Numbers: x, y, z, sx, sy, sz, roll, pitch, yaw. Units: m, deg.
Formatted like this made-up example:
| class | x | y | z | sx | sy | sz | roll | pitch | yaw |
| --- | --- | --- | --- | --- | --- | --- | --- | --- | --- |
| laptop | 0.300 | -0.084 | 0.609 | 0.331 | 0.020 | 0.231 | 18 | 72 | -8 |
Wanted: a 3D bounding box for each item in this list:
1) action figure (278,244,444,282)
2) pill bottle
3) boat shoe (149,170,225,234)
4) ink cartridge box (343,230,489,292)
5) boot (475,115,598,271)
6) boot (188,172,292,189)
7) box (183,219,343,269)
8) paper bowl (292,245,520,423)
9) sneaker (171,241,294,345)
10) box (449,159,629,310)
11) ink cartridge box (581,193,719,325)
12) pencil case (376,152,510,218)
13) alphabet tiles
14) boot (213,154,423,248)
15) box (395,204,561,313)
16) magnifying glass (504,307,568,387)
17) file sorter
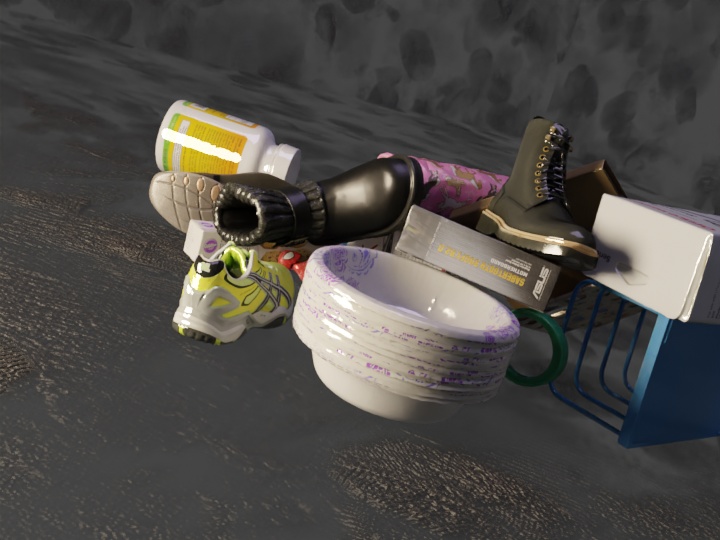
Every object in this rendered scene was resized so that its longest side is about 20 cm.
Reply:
| class | x | y | z | sx | sy | sz | roll | pitch | yaw |
| --- | --- | --- | --- | --- | --- | --- | --- | --- | --- |
| action figure | 0.000 | 0.000 | 1.033 | 0.196 | 0.053 | 0.065 | 5 | 13 | 6 |
| pill bottle | -0.193 | -0.170 | 1.316 | 0.197 | 0.113 | 0.111 | 19 | 16 | 7 |
| boat shoe | -0.169 | -0.070 | 1.107 | 0.197 | 0.076 | 0.073 | 21 | 4 | -18 |
| ink cartridge box | 0.065 | -0.026 | 1.149 | 0.198 | 0.086 | 0.145 | 26 | 19 | 26 |
| boot | 0.186 | -0.084 | 0.872 | 0.076 | 0.140 | 0.200 | 21 | 6 | -23 |
| boot | -0.166 | -0.102 | 1.208 | 0.196 | 0.075 | 0.075 | 8 | 8 | -21 |
| box | -0.111 | -0.027 | 1.057 | 0.197 | 0.042 | 0.039 | 6 | 19 | -37 |
| paper bowl | 0.035 | 0.061 | 0.793 | 0.197 | 0.106 | 0.201 | 16 | 14 | -4 |
| sneaker | -0.108 | 0.013 | 0.862 | 0.074 | 0.078 | 0.200 | 18 | 15 | 12 |
| box | 0.223 | -0.034 | 1.012 | 0.198 | 0.164 | 0.021 | -16 | 35 | 38 |
| ink cartridge box | 0.337 | -0.006 | 0.855 | 0.197 | 0.086 | 0.146 | 6 | 15 | -31 |
| pencil case | 0.101 | -0.088 | 1.082 | 0.197 | 0.088 | 0.083 | 9 | 16 | -26 |
| alphabet tiles | 0.279 | 0.042 | 1.040 | 0.165 | 0.008 | 0.199 | -24 | -21 | 28 |
| boot | -0.048 | -0.072 | 0.960 | 0.156 | 0.081 | 0.209 | 4 | -19 | -43 |
| box | 0.123 | -0.012 | 0.934 | 0.156 | 0.049 | 0.200 | 22 | 3 | 6 |
| magnifying glass | 0.132 | 0.067 | 0.956 | 0.197 | 0.081 | 0.022 | 15 | 15 | 36 |
| file sorter | 0.312 | 0.090 | 0.936 | 0.197 | 0.141 | 0.122 | 3 | 17 | -39 |
